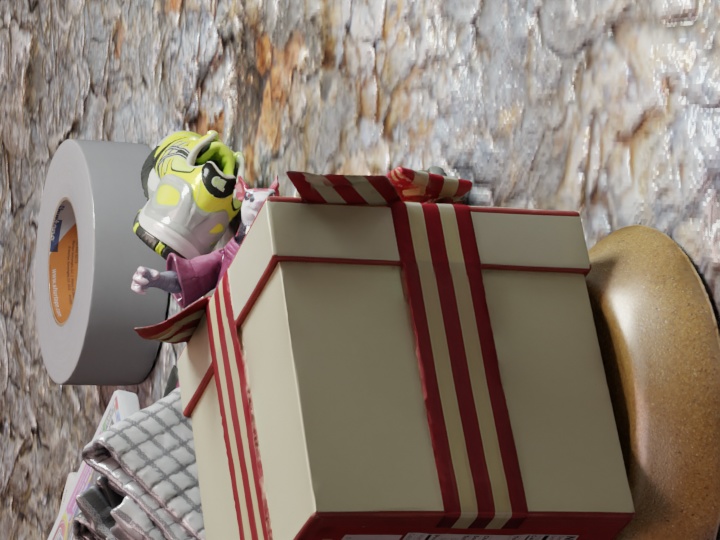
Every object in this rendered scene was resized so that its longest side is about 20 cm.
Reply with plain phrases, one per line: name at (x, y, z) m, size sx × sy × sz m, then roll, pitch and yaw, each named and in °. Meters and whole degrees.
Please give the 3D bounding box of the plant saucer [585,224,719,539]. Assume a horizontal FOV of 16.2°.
plant saucer at (0.115, 0.077, 1.223) m, size 0.200 × 0.035 × 0.201 m, roll -178°, pitch 90°, yaw -70°

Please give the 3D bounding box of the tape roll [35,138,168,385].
tape roll at (-0.213, -0.006, 2.071) m, size 0.200 × 0.066 × 0.202 m, roll -177°, pitch 90°, yaw -70°

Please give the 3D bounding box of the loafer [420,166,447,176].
loafer at (0.000, 0.000, 1.491) m, size 0.200 × 0.069 × 0.076 m, roll 128°, pitch 140°, yaw -57°

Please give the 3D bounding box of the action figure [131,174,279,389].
action figure at (-0.065, 0.032, 1.674) m, size 0.149 × 0.133 × 0.201 m, roll 44°, pitch -131°, yaw -55°

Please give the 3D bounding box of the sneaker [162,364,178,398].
sneaker at (-0.133, 0.179, 1.852) m, size 0.104 × 0.060 × 0.201 m, roll -139°, pitch 60°, yaw -63°

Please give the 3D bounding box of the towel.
towel at (-0.036, 0.143, 1.333) m, size 0.200 × 0.165 × 0.086 m, roll 40°, pitch 135°, yaw 19°

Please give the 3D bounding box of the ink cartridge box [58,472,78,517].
ink cartridge box at (-0.107, 0.198, 1.647) m, size 0.200 × 0.145 × 0.085 m, roll -149°, pitch 66°, yaw -67°

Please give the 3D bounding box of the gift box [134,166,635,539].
gift box at (0.005, 0.062, 1.201) m, size 0.185 × 0.199 × 0.188 m, roll 128°, pitch 141°, yaw -50°

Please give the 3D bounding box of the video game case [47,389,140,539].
video game case at (-0.156, 0.190, 1.550) m, size 0.200 × 0.018 × 0.144 m, roll -108°, pitch 38°, yaw -52°

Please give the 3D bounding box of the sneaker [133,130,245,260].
sneaker at (-0.109, -0.061, 1.792) m, size 0.076 × 0.075 × 0.200 m, roll -49°, pitch 16°, yaw 14°
